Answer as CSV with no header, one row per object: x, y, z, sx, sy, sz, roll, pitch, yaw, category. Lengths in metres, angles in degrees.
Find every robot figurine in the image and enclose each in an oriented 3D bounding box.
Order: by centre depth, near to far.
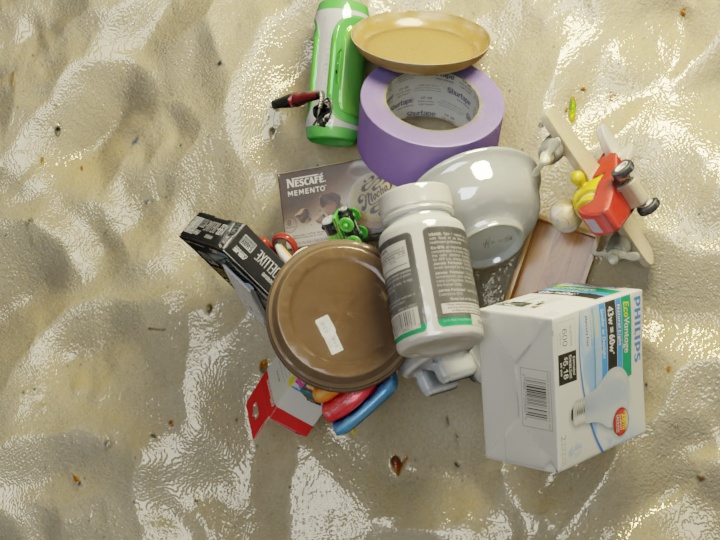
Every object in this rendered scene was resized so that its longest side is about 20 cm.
0.081,0.065,1.650,0.169,0.112,0.201,-42,67,42,robot figurine

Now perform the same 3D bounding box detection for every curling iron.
-0.090,-0.237,1.763,0.025,0.200,0.050,3,98,-28,curling iron

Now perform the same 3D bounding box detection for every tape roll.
0.096,-0.204,1.690,0.198,0.085,0.201,3,47,-3,tape roll

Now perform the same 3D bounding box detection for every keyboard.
-0.159,0.040,1.736,0.056,0.200,0.011,37,78,14,keyboard

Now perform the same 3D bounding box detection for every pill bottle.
0.084,-0.001,1.529,0.112,0.113,0.202,-13,74,13,pill bottle

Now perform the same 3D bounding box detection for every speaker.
-0.034,-0.287,1.790,0.087,0.088,0.202,4,86,15,speaker

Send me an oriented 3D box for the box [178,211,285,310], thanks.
-0.156,-0.005,1.710,0.050,0.200,0.158,-49,115,-12,box

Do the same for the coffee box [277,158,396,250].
-0.011,-0.097,1.767,0.198,0.080,0.114,-8,86,14,coffee box

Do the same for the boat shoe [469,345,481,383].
0.119,0.076,1.727,0.066,0.070,0.201,-33,79,25,boat shoe

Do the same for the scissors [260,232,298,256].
-0.076,0.021,1.774,0.073,0.014,0.200,-24,116,37,scissors

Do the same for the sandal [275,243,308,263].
-0.031,0.021,1.688,0.206,0.079,0.059,41,86,21,sandal

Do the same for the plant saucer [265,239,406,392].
-0.023,0.055,1.572,0.198,0.029,0.202,1,77,-5,plant saucer

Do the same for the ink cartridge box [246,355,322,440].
-0.079,0.149,1.731,0.067,0.116,0.201,30,104,-20,ink cartridge box

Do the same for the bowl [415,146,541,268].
0.161,-0.066,1.648,0.199,0.201,0.091,-24,56,11,bowl

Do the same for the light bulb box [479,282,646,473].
0.261,0.131,1.573,0.124,0.199,0.201,6,105,45,light bulb box

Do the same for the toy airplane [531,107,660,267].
0.312,-0.106,1.634,0.141,0.199,0.201,-34,62,19,toy airplane

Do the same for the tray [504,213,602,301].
0.258,0.031,1.707,0.098,0.037,0.202,19,91,16,tray

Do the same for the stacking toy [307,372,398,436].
-0.052,0.109,1.613,0.110,0.116,0.200,-41,100,9,stacking toy

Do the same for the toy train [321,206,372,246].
0.000,0.000,1.727,0.056,0.042,0.201,-11,117,27,toy train

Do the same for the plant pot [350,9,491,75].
0.085,-0.318,1.725,0.198,0.200,0.028,11,124,16,plant pot
